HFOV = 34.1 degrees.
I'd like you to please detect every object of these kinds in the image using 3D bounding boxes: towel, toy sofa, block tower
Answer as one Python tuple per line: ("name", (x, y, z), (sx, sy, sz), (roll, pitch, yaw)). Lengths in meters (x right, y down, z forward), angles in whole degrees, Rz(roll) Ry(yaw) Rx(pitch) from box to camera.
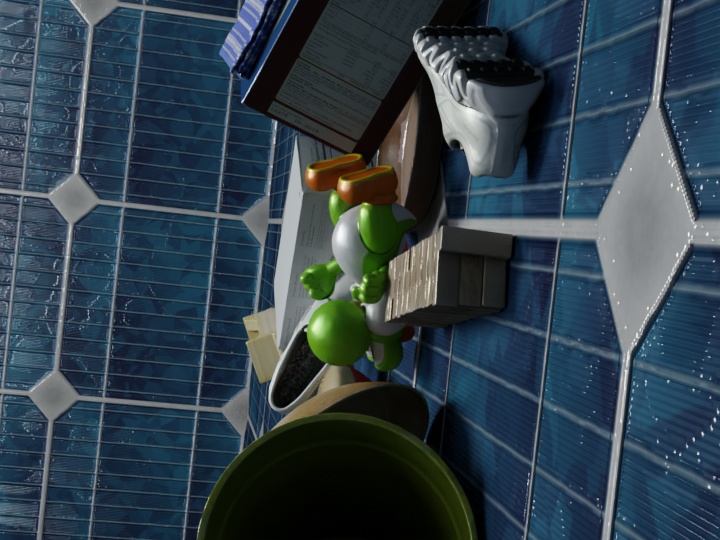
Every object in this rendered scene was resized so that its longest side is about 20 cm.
("towel", (-0.081, -0.278, 1.074), (0.201, 0.024, 0.145), (-63, 19, 11))
("toy sofa", (-0.158, 0.131, 2.163), (0.200, 0.097, 0.084), (-127, 19, -76))
("block tower", (0.063, 0.010, 0.914), (0.200, 0.053, 0.058), (139, 136, -77))

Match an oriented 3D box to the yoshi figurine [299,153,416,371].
("yoshi figurine", (-0.010, 0.006, 1.053), (0.113, 0.111, 0.202), (-57, -37, -61))

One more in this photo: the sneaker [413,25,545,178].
("sneaker", (0.080, -0.131, 0.866), (0.200, 0.074, 0.082), (-102, 12, -64))

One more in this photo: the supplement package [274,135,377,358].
("supplement package", (-0.033, -0.029, 1.354), (0.156, 0.110, 0.202), (-101, 19, -60))

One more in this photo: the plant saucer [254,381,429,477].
("plant saucer", (-0.030, 0.161, 0.982), (0.035, 0.199, 0.202), (46, 138, 34))

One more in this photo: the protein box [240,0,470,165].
("protein box", (-0.008, -0.248, 1.088), (0.201, 0.134, 0.199), (-56, 21, 25))

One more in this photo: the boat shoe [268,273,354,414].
("boat shoe", (-0.038, 0.066, 1.252), (0.201, 0.072, 0.068), (-53, -13, 8))

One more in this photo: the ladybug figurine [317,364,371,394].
("ladybug figurine", (-0.012, 0.192, 1.200), (0.136, 0.071, 0.202), (139, 136, -78))

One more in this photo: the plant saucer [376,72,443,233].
("plant saucer", (0.049, -0.125, 1.147), (0.200, 0.034, 0.203), (-174, 90, -82))

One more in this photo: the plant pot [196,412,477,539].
("plant pot", (-0.016, 0.240, 0.901), (0.193, 0.198, 0.202), (89, -178, -62))
